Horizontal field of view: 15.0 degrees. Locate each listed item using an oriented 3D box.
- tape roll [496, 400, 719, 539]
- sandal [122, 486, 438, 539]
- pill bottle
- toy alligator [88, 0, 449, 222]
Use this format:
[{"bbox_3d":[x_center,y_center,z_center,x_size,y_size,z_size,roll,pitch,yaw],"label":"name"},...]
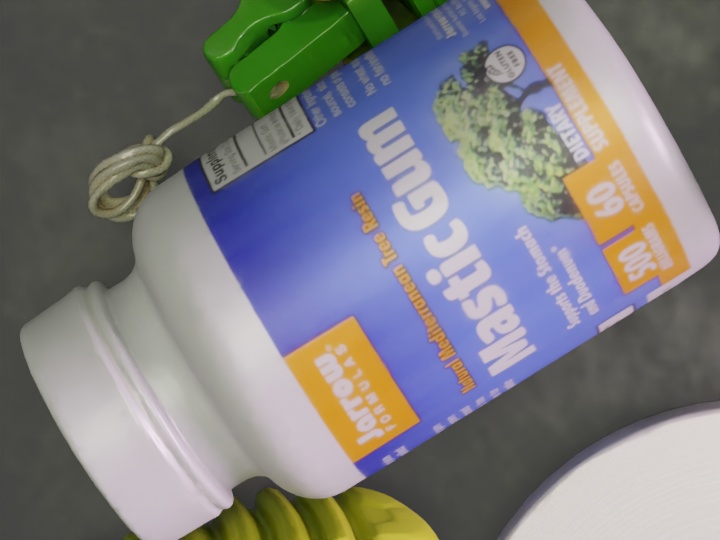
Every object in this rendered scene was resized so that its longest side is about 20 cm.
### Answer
[{"bbox_3d":[0.126,0.143,0.879,0.202,0.037,0.204,0,90,1],"label":"tape roll"},{"bbox_3d":[-0.064,0.129,0.871,0.199,0.080,0.087,-19,100,8],"label":"sandal"},{"bbox_3d":[0.000,0.000,0.844,0.199,0.112,0.112,-33,90,1],"label":"pill bottle"},{"bbox_3d":[-0.012,-0.090,0.874,0.199,0.059,0.054,-33,50,2],"label":"toy alligator"}]
